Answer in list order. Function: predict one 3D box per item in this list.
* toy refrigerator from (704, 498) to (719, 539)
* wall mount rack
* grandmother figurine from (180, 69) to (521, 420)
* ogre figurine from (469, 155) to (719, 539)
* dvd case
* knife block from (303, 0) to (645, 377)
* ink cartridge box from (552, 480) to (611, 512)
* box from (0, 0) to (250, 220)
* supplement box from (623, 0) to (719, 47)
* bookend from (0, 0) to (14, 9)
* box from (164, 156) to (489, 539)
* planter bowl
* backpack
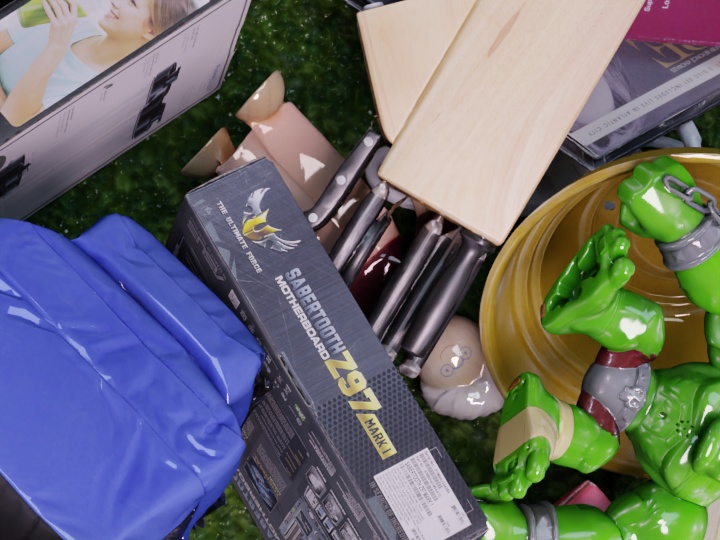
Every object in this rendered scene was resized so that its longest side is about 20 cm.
[{"bbox_3d":[0.250,0.177,1.146,0.199,0.070,0.076,23,63,-6],"label":"toy refrigerator"},{"bbox_3d":[0.095,-0.093,1.218,0.198,0.075,0.174,-3,38,-18],"label":"wall mount rack"},{"bbox_3d":[0.000,0.000,1.144,0.200,0.061,0.121,44,108,-4],"label":"grandmother figurine"},{"bbox_3d":[0.132,0.060,1.045,0.119,0.098,0.201,23,77,-21],"label":"ogre figurine"},{"bbox_3d":[0.096,-0.133,1.200,0.200,0.016,0.148,38,45,27],"label":"dvd case"},{"bbox_3d":[0.063,-0.048,1.085,0.198,0.064,0.177,-14,91,1],"label":"knife block"},{"bbox_3d":[0.076,0.221,1.071,0.200,0.083,0.147,-37,81,-26],"label":"ink cartridge box"},{"bbox_3d":[-0.151,-0.089,1.120,0.200,0.117,0.060,-36,79,-24],"label":"box"},{"bbox_3d":[0.122,-0.190,1.172,0.198,0.104,0.131,3,32,-15],"label":"supplement box"},{"bbox_3d":[-0.297,-0.116,1.101,0.198,0.092,0.200,37,64,1],"label":"bookend"},{"bbox_3d":[-0.028,0.067,1.064,0.051,0.158,0.201,-25,76,-23],"label":"box"},{"bbox_3d":[0.158,0.003,1.122,0.199,0.201,0.084,16,37,-9],"label":"planter bowl"},{"bbox_3d":[-0.135,0.088,1.004,0.167,0.200,0.163,-33,75,-34],"label":"backpack"}]
